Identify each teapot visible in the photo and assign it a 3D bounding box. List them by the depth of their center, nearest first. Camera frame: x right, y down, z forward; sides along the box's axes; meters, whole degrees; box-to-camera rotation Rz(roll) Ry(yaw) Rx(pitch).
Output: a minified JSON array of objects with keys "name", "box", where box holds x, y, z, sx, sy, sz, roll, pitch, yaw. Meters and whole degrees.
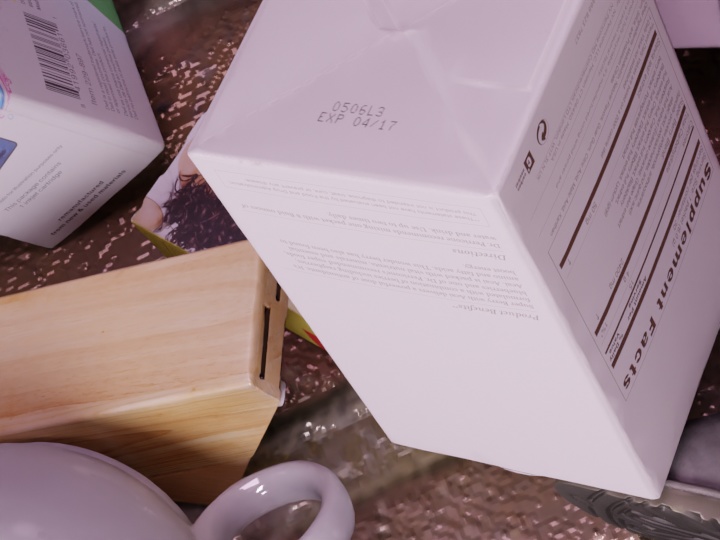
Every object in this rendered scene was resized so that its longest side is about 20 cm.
[{"name":"teapot","box":[-0.124,0.139,0.885,0.199,0.198,0.146,23,37,4]}]

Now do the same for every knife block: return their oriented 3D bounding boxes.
[{"name":"knife block","box":[-0.128,0.045,0.919,0.174,0.200,0.065,7,66,-10]}]

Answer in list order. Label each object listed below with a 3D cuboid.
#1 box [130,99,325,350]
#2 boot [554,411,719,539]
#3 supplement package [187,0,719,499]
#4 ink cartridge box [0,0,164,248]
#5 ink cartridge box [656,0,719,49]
[{"name":"box","box":[0.000,0.000,0.960,0.199,0.050,0.076,27,77,27]},{"name":"boot","box":[0.179,0.014,0.879,0.180,0.073,0.202,9,76,8]},{"name":"supplement package","box":[0.048,-0.025,0.801,0.120,0.200,0.120,10,61,30]},{"name":"ink cartridge box","box":[-0.201,-0.108,0.988,0.087,0.199,0.146,-37,58,26]},{"name":"ink cartridge box","box":[0.204,-0.156,0.913,0.198,0.067,0.117,-2,65,-5]}]
